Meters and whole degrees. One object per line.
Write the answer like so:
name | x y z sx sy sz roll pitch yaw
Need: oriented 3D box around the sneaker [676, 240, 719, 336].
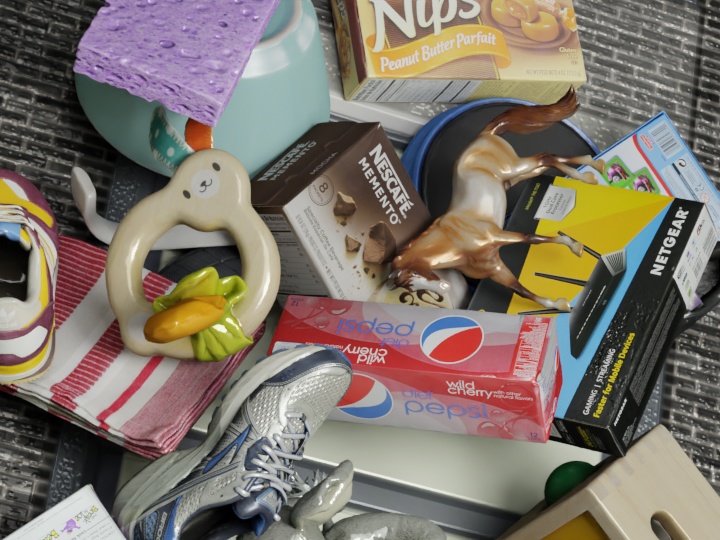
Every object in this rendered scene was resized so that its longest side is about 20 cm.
sneaker | 0.213 0.030 1.736 0.200 0.088 0.076 -34 90 -27

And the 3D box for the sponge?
sponge | -0.120 -0.196 1.651 0.112 0.030 0.200 21 48 3

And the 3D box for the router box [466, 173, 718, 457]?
router box | 0.160 0.030 1.689 0.149 0.051 0.200 11 62 30

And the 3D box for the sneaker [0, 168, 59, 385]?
sneaker | -0.250 -0.018 1.617 0.075 0.090 0.200 -8 47 -10

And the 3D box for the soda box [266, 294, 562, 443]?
soda box | 0.039 0.069 1.609 0.200 0.070 0.063 5 47 16

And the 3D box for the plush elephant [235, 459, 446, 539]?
plush elephant | -0.029 0.221 1.600 0.200 0.165 0.155 52 20 21

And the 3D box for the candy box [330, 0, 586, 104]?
candy box | 0.080 -0.200 1.873 0.200 0.055 0.115 -1 71 -22

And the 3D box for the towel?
towel | -0.188 0.047 1.633 0.200 0.023 0.144 23 51 17

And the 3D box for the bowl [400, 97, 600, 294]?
bowl | 0.124 -0.049 1.842 0.201 0.039 0.201 8 67 -20

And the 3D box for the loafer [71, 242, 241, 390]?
loafer | -0.138 0.046 1.697 0.072 0.063 0.200 32 52 28

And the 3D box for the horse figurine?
horse figurine | 0.107 -0.050 1.691 0.132 0.050 0.200 11 61 11

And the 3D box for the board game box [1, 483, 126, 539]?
board game box | -0.181 0.266 1.557 0.105 0.103 0.200 -32 84 -26

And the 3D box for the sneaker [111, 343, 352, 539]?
sneaker | -0.072 0.138 1.552 0.200 0.085 0.077 -44 135 1

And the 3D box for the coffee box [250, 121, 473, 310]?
coffee box | 0.000 0.000 1.706 0.113 0.080 0.200 -42 115 -30

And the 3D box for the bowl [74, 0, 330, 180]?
bowl | -0.111 -0.172 1.723 0.201 0.105 0.201 8 50 -9

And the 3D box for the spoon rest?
spoon rest | -0.124 -0.050 1.729 0.200 0.061 0.099 -3 38 -25

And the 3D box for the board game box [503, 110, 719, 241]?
board game box | 0.210 -0.016 1.819 0.200 0.037 0.151 -33 89 -28

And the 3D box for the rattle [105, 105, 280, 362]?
rattle | -0.128 -0.043 1.571 0.143 0.130 0.200 22 72 -62

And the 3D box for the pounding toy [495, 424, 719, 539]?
pounding toy | 0.167 0.224 1.686 0.142 0.184 0.200 -34 85 -41
